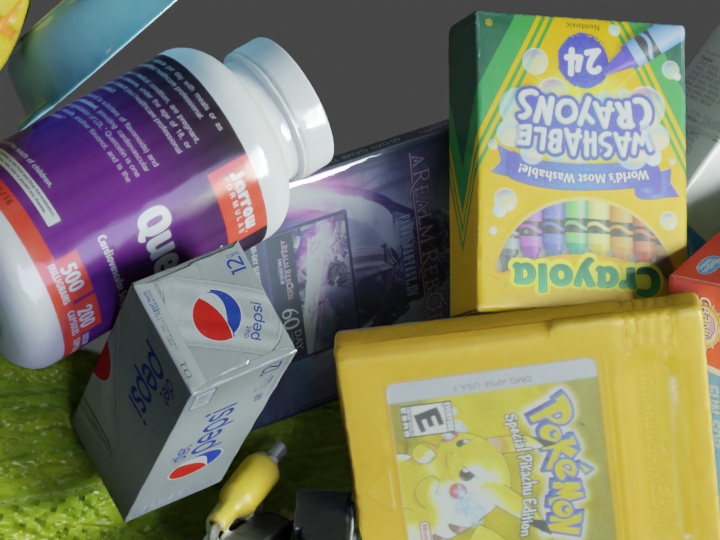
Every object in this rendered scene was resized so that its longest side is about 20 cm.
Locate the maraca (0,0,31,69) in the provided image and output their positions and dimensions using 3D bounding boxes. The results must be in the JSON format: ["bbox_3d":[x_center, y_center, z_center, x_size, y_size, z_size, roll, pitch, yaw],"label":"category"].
[{"bbox_3d":[-0.233,-0.112,1.375,0.137,0.107,0.200,13,119,-34],"label":"maraca"}]

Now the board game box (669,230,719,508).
[{"bbox_3d":[0.244,0.032,1.633,0.200,0.040,0.153,-38,130,-46],"label":"board game box"}]

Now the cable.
[{"bbox_3d":[-0.090,0.167,1.551,0.200,0.050,0.097,-30,137,-59],"label":"cable"}]

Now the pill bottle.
[{"bbox_3d":[-0.116,-0.041,1.468,0.200,0.112,0.112,-31,122,-18],"label":"pill bottle"}]

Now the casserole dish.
[{"bbox_3d":[-0.107,-0.147,1.434,0.200,0.121,0.039,-43,97,-17],"label":"casserole dish"}]

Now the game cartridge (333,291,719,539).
[{"bbox_3d":[0.094,0.105,1.560,0.200,0.032,0.176,-6,115,5],"label":"game cartridge"}]

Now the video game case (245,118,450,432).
[{"bbox_3d":[0.000,0.000,1.617,0.200,0.019,0.143,-19,118,-24],"label":"video game case"}]

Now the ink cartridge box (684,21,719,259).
[{"bbox_3d":[0.234,-0.067,1.705,0.116,0.068,0.200,38,86,-38],"label":"ink cartridge box"}]

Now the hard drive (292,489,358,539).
[{"bbox_3d":[-0.022,0.240,1.595,0.038,0.140,0.200,3,131,2],"label":"hard drive"}]

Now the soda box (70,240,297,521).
[{"bbox_3d":[-0.095,0.061,1.478,0.063,0.200,0.068,-23,75,-23],"label":"soda box"}]

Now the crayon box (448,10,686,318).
[{"bbox_3d":[0.116,-0.039,1.585,0.126,0.052,0.200,2,83,-16],"label":"crayon box"}]
